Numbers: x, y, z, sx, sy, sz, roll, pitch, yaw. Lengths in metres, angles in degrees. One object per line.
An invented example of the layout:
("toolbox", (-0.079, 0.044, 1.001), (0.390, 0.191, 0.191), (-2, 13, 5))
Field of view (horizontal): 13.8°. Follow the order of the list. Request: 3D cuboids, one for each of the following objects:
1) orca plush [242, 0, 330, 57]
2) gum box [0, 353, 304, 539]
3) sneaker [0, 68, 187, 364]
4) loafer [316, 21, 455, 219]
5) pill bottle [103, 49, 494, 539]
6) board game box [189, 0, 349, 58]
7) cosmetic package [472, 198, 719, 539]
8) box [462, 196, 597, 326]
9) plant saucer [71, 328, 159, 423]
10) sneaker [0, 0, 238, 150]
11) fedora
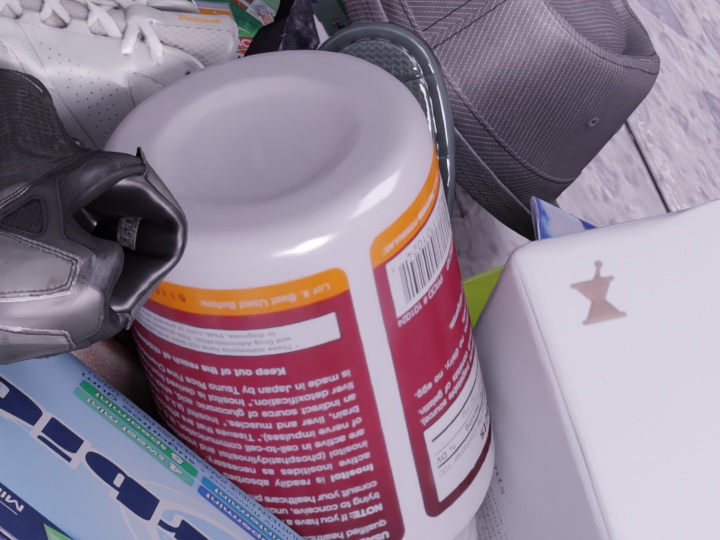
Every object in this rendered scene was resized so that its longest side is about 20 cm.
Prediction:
("orca plush", (-0.020, -0.028, 1.187), (0.200, 0.071, 0.105), (52, 23, -60))
("gum box", (-0.069, 0.094, 0.885), (0.170, 0.045, 0.200), (39, 8, -4))
("sneaker", (-0.096, -0.015, 0.905), (0.200, 0.090, 0.067), (-86, 178, -72))
("loafer", (0.000, 0.000, 1.121), (0.063, 0.072, 0.200), (-60, 155, -72))
("pill bottle", (-0.016, 0.034, 1.015), (0.113, 0.113, 0.200), (-84, 166, -51))
("board game box", (-0.031, -0.115, 1.310), (0.135, 0.029, 0.200), (61, 28, 8))
("cosmetic package", (0.134, 0.085, 1.073), (0.167, 0.200, 0.167), (-12, 69, -14))
("box", (0.101, 0.081, 1.241), (0.122, 0.048, 0.200), (23, 52, -54))
("plant saucer", (-0.095, -0.017, 1.101), (0.200, 0.034, 0.200), (39, 32, -30))
("sneaker", (-0.095, -0.076, 1.031), (0.200, 0.092, 0.076), (36, 33, -32))
("fedora", (0.071, -0.102, 1.295), (0.177, 0.090, 0.200), (63, 17, 19))
